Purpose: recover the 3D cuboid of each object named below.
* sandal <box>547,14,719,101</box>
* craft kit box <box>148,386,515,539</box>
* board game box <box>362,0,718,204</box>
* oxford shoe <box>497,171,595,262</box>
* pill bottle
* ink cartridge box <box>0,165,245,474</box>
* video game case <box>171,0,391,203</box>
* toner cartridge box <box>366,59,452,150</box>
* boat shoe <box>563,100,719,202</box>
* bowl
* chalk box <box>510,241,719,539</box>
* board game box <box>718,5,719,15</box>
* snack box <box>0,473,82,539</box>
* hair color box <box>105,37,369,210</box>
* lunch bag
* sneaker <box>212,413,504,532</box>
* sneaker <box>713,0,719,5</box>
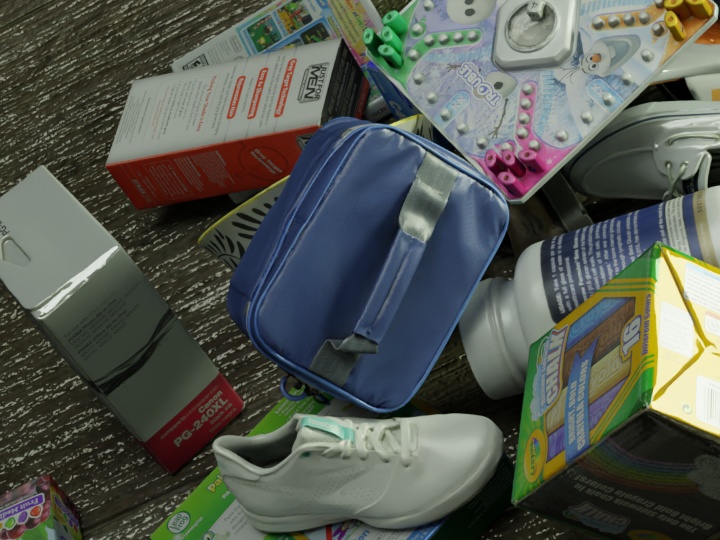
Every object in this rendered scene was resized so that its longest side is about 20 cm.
[{"bbox_3d":[0.228,-0.142,1.696,0.205,0.060,0.079,-10,32,-21],"label":"sandal"},{"bbox_3d":[-0.019,0.169,1.601,0.200,0.049,0.197,-45,46,-13],"label":"craft kit box"},{"bbox_3d":[0.123,-0.176,1.649,0.200,0.026,0.200,-43,55,2],"label":"board game box"},{"bbox_3d":[0.106,-0.063,1.718,0.084,0.073,0.200,-35,40,6],"label":"oxford shoe"},{"bbox_3d":[0.172,0.022,1.566,0.199,0.111,0.111,-17,44,17],"label":"pill bottle"},{"bbox_3d":[-0.191,0.036,1.710,0.083,0.200,0.145,-40,43,-8],"label":"ink cartridge box"},{"bbox_3d":[-0.058,-0.163,1.946,0.181,0.024,0.200,-30,41,3],"label":"video game case"},{"bbox_3d":[0.095,-0.198,1.830,0.043,0.095,0.200,22,66,42],"label":"toner cartridge box"},{"bbox_3d":[0.241,-0.081,1.646,0.199,0.074,0.067,-15,44,19],"label":"boat shoe"},{"bbox_3d":[-0.012,-0.029,1.716,0.200,0.095,0.201,-29,-3,-2],"label":"bowl"},{"bbox_3d":[0.178,0.095,1.453,0.200,0.124,0.124,-42,31,51],"label":"chalk box"},{"bbox_3d":[0.171,-0.222,1.770,0.199,0.028,0.136,-10,68,-5],"label":"board game box"},{"bbox_3d":[-0.298,0.253,1.687,0.199,0.053,0.143,-26,44,8],"label":"snack box"},{"bbox_3d":[-0.100,-0.118,1.865,0.199,0.061,0.102,-9,47,26],"label":"hair color box"},{"bbox_3d":[0.000,0.000,1.564,0.201,0.135,0.132,-62,13,-2],"label":"lunch bag"},{"bbox_3d":[-0.006,0.124,1.537,0.199,0.089,0.076,-13,44,21],"label":"sneaker"},{"bbox_3d":[0.209,-0.228,1.716,0.146,0.081,0.200,-32,70,-5],"label":"sneaker"}]
